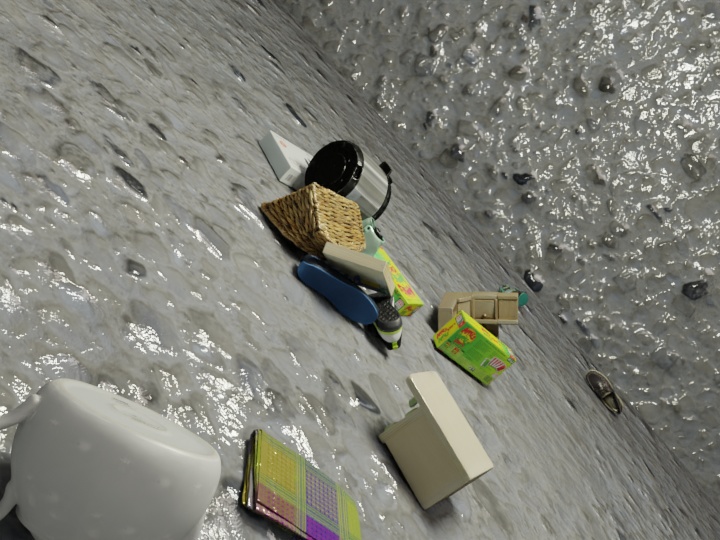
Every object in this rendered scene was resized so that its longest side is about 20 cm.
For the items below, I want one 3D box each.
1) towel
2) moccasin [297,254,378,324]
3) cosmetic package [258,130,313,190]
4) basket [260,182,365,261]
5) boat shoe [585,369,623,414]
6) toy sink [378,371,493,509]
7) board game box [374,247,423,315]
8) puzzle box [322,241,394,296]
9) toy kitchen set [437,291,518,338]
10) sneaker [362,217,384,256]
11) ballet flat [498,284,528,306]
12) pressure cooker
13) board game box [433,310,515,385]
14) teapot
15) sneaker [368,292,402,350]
[{"bbox_3d":[-0.075,0.303,1.007,0.200,0.023,0.144,40,18,-24],"label":"towel"},{"bbox_3d":[-0.038,0.029,1.575,0.200,0.080,0.068,42,25,-20],"label":"moccasin"},{"bbox_3d":[-0.156,-0.260,1.971,0.199,0.052,0.151,25,26,-51],"label":"cosmetic package"},{"bbox_3d":[-0.099,-0.083,1.667,0.200,0.148,0.144,19,56,-59],"label":"basket"},{"bbox_3d":[0.948,0.471,2.965,0.201,0.072,0.065,54,13,1],"label":"boat shoe"},{"bbox_3d":[0.118,0.292,1.334,0.201,0.112,0.130,59,20,18],"label":"toy sink"},{"bbox_3d":[0.066,0.019,1.896,0.201,0.048,0.101,54,18,19],"label":"board game box"},{"bbox_3d":[0.000,0.000,1.600,0.132,0.026,0.200,18,-13,11],"label":"puzzle box"},{"bbox_3d":[0.315,0.156,2.028,0.180,0.198,0.165,-42,130,-72],"label":"toy kitchen set"},{"bbox_3d":[-0.033,-0.108,1.822,0.200,0.118,0.074,43,20,-10],"label":"sneaker"},{"bbox_3d":[0.586,0.089,2.940,0.200,0.074,0.075,22,30,-57],"label":"ballet flat"},{"bbox_3d":[-0.023,-0.201,1.890,0.200,0.175,0.180,35,59,-48],"label":"pressure cooker"},{"bbox_3d":[0.287,0.196,1.923,0.200,0.102,0.048,38,19,-28],"label":"board game box"},{"bbox_3d":[-0.233,0.196,0.682,0.199,0.147,0.197,25,-9,12],"label":"teapot"},{"bbox_3d":[0.049,0.112,1.667,0.200,0.071,0.084,-107,-173,-67],"label":"sneaker"}]
